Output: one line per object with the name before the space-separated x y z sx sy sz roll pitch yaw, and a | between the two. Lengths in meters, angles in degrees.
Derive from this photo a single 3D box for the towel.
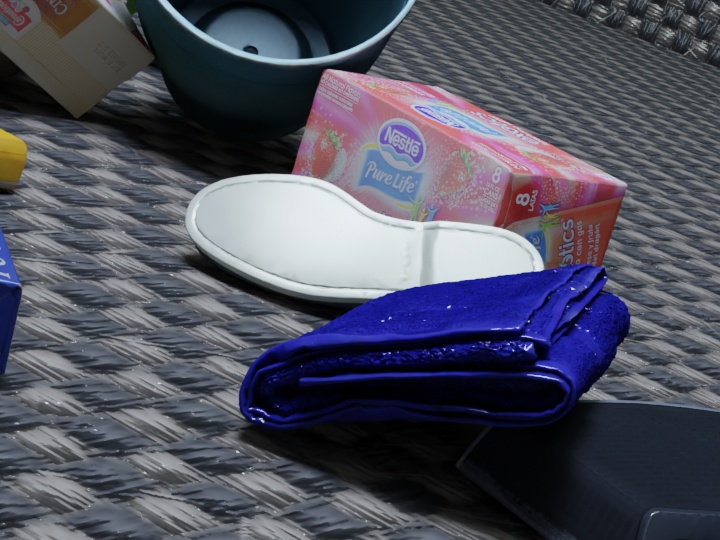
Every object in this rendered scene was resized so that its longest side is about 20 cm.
towel | 0.041 0.031 0.865 0.147 0.050 0.200 -1 6 16

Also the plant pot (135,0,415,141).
plant pot | -0.069 -0.189 1.310 0.199 0.201 0.188 16 -24 -5

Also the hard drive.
hard drive | 0.156 0.101 0.838 0.199 0.043 0.135 6 18 -37

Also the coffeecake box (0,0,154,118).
coffeecake box | -0.239 -0.223 1.277 0.154 0.073 0.200 45 11 -52

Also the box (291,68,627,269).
box | 0.054 -0.048 1.169 0.102 0.095 0.200 5 19 -38

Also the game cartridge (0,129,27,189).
game cartridge | -0.307 -0.098 1.020 0.176 0.033 0.200 26 9 32

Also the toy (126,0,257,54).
toy | -0.104 -0.174 1.534 0.199 0.047 0.115 31 3 8

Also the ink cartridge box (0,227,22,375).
ink cartridge box | -0.212 -0.015 0.842 0.093 0.044 0.200 10 16 -20

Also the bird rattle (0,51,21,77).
bird rattle | -0.306 -0.180 1.315 0.163 0.113 0.200 34 6 7

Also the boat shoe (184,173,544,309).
boat shoe | 0.000 0.000 1.043 0.199 0.073 0.062 11 -29 2
